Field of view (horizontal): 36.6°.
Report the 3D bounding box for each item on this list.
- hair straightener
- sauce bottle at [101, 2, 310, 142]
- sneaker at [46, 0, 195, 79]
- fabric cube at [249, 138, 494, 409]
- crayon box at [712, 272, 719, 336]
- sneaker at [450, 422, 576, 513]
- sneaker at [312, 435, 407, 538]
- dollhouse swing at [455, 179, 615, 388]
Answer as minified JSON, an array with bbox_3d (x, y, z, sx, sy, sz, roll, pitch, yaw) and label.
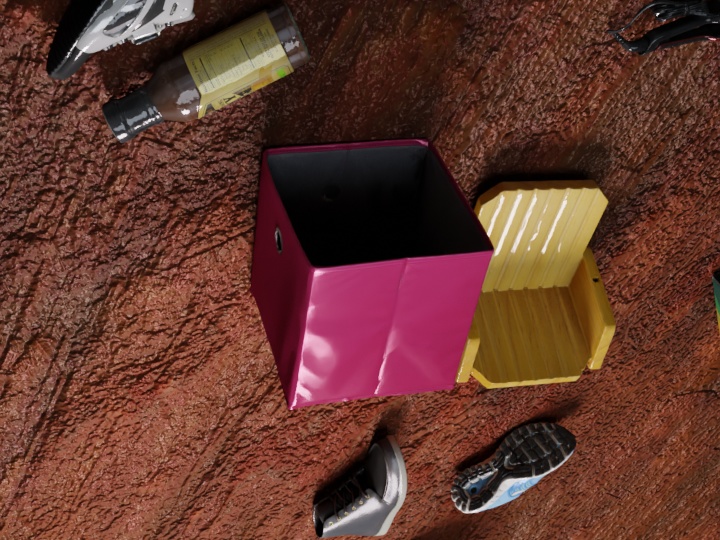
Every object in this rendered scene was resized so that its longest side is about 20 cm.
[{"bbox_3d":[0.360,-0.281,1.170,0.199,0.041,0.077,-11,133,-7],"label":"hair straightener"},{"bbox_3d":[-0.146,-0.182,1.027,0.199,0.065,0.065,-25,135,3],"label":"sauce bottle"},{"bbox_3d":[-0.194,-0.229,0.956,0.200,0.074,0.088,-43,130,18],"label":"sneaker"},{"bbox_3d":[0.000,0.000,1.158,0.199,0.197,0.200,-5,134,-19],"label":"fabric cube"},{"bbox_3d":[0.576,0.058,1.548,0.126,0.051,0.200,-26,135,1],"label":"crayon box"},{"bbox_3d":[0.230,0.293,1.618,0.199,0.079,0.090,-31,153,11],"label":"sneaker"},{"bbox_3d":[-0.002,0.313,1.520,0.106,0.075,0.201,-6,133,-21],"label":"sneaker"},{"bbox_3d":[0.214,0.016,1.290,0.199,0.183,0.176,-2,151,-20],"label":"dollhouse swing"}]
